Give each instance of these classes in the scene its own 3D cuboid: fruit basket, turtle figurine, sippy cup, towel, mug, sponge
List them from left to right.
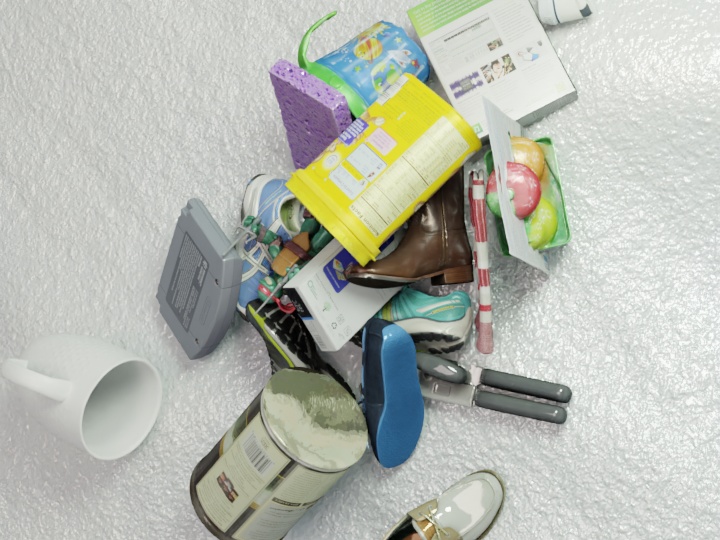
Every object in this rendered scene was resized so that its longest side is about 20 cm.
[{"bbox_3d":[-0.399,0.156,1.890,0.175,0.200,0.148,20,89,35],"label":"mug"},{"bbox_3d":[-0.086,-0.027,1.759,0.150,0.101,0.200,32,78,39],"label":"turtle figurine"},{"bbox_3d":[-0.052,-0.172,1.752,0.111,0.200,0.030,33,68,26],"label":"sponge"},{"bbox_3d":[0.013,-0.239,1.750,0.130,0.178,0.140,-44,47,-12],"label":"sippy cup"},{"bbox_3d":[0.140,-0.014,1.633,0.023,0.144,0.201,-3,99,4],"label":"towel"},{"bbox_3d":[0.177,-0.092,1.614,0.093,0.200,0.186,-14,79,24],"label":"fruit basket"}]

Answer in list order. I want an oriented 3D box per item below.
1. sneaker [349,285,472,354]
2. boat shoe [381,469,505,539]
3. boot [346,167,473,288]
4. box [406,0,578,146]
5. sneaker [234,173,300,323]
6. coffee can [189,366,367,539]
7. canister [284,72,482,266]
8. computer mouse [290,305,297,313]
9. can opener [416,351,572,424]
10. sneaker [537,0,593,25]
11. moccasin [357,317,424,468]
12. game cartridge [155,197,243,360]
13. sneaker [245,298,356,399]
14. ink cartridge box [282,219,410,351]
[{"bbox_3d":[0.051,0.061,1.748,0.199,0.078,0.080,0,59,29],"label":"sneaker"},{"bbox_3d":[0.092,0.316,1.688,0.200,0.068,0.075,-44,67,17],"label":"boat shoe"},{"bbox_3d":[0.055,-0.081,1.698,0.064,0.186,0.201,-10,83,54],"label":"boot"},{"bbox_3d":[0.161,-0.267,1.717,0.144,0.036,0.200,-26,74,7],"label":"box"},{"bbox_3d":[-0.122,-0.027,1.832,0.077,0.076,0.201,7,89,32],"label":"sneaker"},{"bbox_3d":[-0.103,0.235,1.721,0.200,0.146,0.147,-49,64,37],"label":"coffee can"},{"bbox_3d":[0.028,-0.122,1.633,0.200,0.087,0.149,-44,47,0],"label":"canister"},{"bbox_3d":[-0.045,0.034,1.799,0.200,0.059,0.034,-32,79,23],"label":"computer mouse"},{"bbox_3d":[0.154,0.144,1.679,0.199,0.066,0.053,11,84,26],"label":"can opener"},{"bbox_3d":[0.252,-0.399,1.689,0.071,0.073,0.201,-2,93,18],"label":"sneaker"},{"bbox_3d":[0.037,0.146,1.715,0.068,0.080,0.201,36,131,49],"label":"moccasin"},{"bbox_3d":[-0.213,0.019,1.843,0.134,0.040,0.200,57,142,31],"label":"game cartridge"},{"bbox_3d":[-0.092,0.126,1.782,0.081,0.074,0.200,-34,90,28],"label":"sneaker"},{"bbox_3d":[0.000,0.000,1.708,0.039,0.200,0.100,-4,122,53],"label":"ink cartridge box"}]
